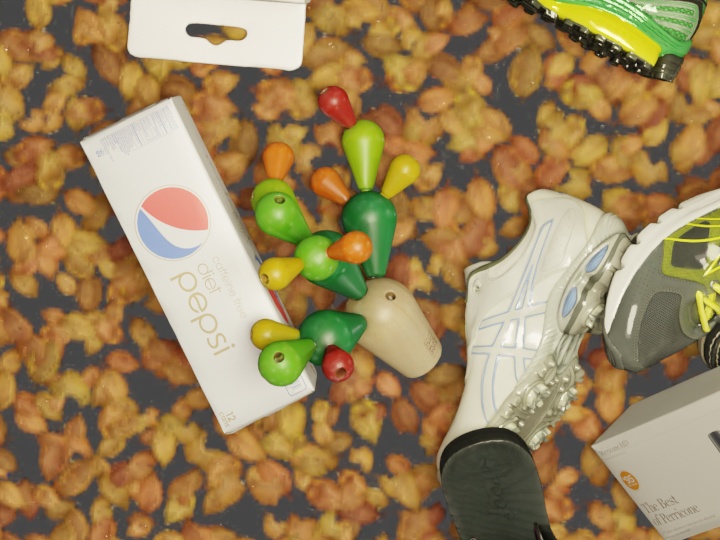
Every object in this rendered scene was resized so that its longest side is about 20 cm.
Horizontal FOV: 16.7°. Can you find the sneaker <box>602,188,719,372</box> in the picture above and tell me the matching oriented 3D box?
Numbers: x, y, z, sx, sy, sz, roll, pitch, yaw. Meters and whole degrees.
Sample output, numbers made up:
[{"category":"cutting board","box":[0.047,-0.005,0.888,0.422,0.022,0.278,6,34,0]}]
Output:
[{"category":"sneaker","box":[0.227,-0.007,1.452,0.200,0.075,0.085,-42,50,-15]}]

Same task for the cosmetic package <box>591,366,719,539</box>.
[{"category":"cosmetic package","box":[0.226,0.099,1.445,0.051,0.200,0.083,-38,93,-33]}]

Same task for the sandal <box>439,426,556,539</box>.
[{"category":"sandal","box":[0.098,0.187,1.493,0.075,0.048,0.201,-22,120,7]}]

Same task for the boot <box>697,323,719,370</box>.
[{"category":"boot","box":[0.312,0.061,1.455,0.200,0.151,0.073,-6,126,-3]}]

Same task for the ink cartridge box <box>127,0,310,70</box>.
[{"category":"ink cartridge box","box":[-0.082,-0.224,1.477,0.116,0.067,0.200,4,96,0]}]

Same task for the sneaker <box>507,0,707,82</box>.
[{"category":"sneaker","box":[0.119,-0.195,1.481,0.200,0.078,0.085,29,89,-11]}]

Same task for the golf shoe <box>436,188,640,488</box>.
[{"category":"golf shoe","box":[0.094,0.043,1.512,0.097,0.078,0.200,38,98,25]}]

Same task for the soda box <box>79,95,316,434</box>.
[{"category":"soda box","box":[-0.097,-0.005,1.499,0.064,0.068,0.200,-25,94,3]}]

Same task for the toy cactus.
[{"category":"toy cactus","box":[0.000,0.000,1.475,0.102,0.200,0.165,-20,131,29]}]
